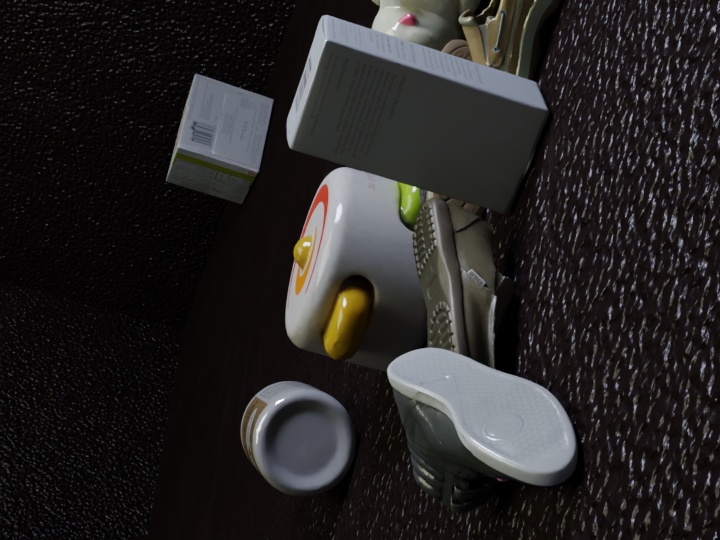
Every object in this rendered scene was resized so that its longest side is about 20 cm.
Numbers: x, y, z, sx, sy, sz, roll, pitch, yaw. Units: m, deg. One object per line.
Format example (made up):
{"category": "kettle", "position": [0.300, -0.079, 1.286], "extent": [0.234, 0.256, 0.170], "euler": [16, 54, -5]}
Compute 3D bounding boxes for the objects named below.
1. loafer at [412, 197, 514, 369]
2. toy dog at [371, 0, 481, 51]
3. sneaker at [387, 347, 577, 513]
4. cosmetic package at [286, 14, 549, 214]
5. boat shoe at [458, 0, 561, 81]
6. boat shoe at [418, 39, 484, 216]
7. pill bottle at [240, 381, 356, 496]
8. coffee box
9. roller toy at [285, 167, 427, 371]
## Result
{"category": "loafer", "position": [0.088, 0.034, 1.082], "extent": [0.076, 0.066, 0.203], "euler": [120, 146, -62]}
{"category": "toy dog", "position": [0.064, -0.292, 1.458], "extent": [0.194, 0.137, 0.203], "euler": [96, -173, -77]}
{"category": "sneaker", "position": [0.091, 0.128, 0.956], "extent": [0.199, 0.070, 0.101], "euler": [27, 136, 57]}
{"category": "cosmetic package", "position": [0.046, -0.130, 1.148], "extent": [0.074, 0.197, 0.103], "euler": [-96, 25, -62]}
{"category": "boat shoe", "position": [0.120, -0.207, 1.207], "extent": [0.072, 0.075, 0.203], "euler": [-110, 36, -71]}
{"category": "boat shoe", "position": [0.084, -0.121, 1.288], "extent": [0.065, 0.071, 0.203], "euler": [136, 142, -57]}
{"category": "pill bottle", "position": [-0.077, 0.185, 1.559], "extent": [0.200, 0.113, 0.116], "euler": [178, 107, -79]}
{"category": "coffee box", "position": [-0.334, -0.308, 3.266], "extent": [0.198, 0.197, 0.203], "euler": [128, 156, -64]}
{"category": "roller toy", "position": [0.000, 0.000, 1.359], "extent": [0.182, 0.138, 0.203], "euler": [143, 140, -73]}
